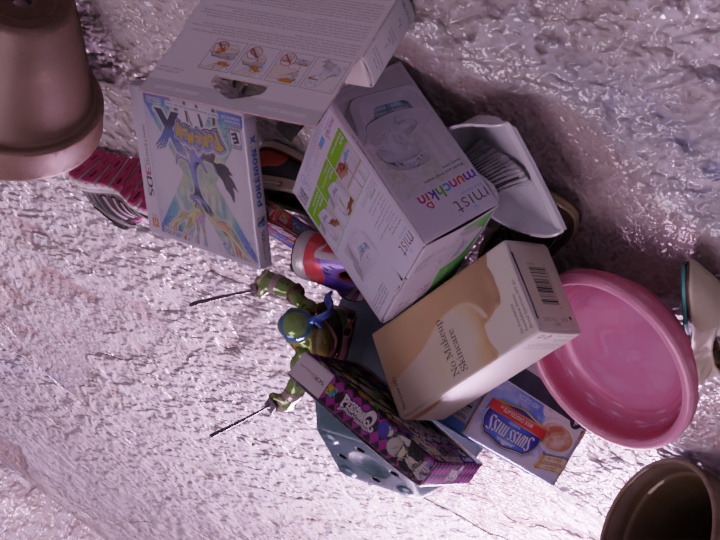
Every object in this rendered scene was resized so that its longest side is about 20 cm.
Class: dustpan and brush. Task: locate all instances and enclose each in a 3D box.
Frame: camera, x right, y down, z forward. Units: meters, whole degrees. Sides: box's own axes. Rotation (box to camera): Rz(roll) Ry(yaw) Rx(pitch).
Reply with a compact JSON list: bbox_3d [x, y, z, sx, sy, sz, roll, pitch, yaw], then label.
[{"bbox_3d":[0.103,-0.100,1.461,0.140,0.057,0.200,59,168,-31],"label":"dustpan and brush"}]

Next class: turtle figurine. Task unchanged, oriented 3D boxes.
[{"bbox_3d":[-0.087,0.080,1.679,0.144,0.200,0.194,56,-167,21],"label":"turtle figurine"}]

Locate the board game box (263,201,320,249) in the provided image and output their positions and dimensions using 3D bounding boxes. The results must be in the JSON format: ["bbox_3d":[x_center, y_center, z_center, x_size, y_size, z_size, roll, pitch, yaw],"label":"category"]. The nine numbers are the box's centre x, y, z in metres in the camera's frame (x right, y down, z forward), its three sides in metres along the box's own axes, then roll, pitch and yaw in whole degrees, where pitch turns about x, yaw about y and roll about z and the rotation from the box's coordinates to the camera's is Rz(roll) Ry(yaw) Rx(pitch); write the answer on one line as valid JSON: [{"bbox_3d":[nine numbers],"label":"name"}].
[{"bbox_3d":[-0.071,-0.039,1.715,0.103,0.020,0.200,18,170,41],"label":"board game box"}]

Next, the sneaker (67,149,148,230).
[{"bbox_3d":[-0.273,-0.090,1.856,0.199,0.074,0.088,17,151,34],"label":"sneaker"}]

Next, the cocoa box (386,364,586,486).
[{"bbox_3d":[0.153,0.131,1.656,0.133,0.132,0.200,28,176,45],"label":"cocoa box"}]

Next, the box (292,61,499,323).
[{"bbox_3d":[0.028,-0.071,1.475,0.177,0.096,0.200,55,157,14],"label":"box"}]

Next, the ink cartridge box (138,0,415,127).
[{"bbox_3d":[-0.075,-0.196,1.352,0.199,0.174,0.044,14,150,29],"label":"ink cartridge box"}]

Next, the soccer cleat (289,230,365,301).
[{"bbox_3d":[0.000,0.000,1.663,0.073,0.069,0.200,12,176,31],"label":"soccer cleat"}]

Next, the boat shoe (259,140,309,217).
[{"bbox_3d":[-0.037,-0.074,1.654,0.199,0.063,0.071,26,152,4],"label":"boat shoe"}]

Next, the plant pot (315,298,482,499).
[{"bbox_3d":[0.050,0.154,1.810,0.195,0.201,0.197,15,150,28],"label":"plant pot"}]

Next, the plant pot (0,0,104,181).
[{"bbox_3d":[-0.369,-0.225,1.620,0.199,0.201,0.175,26,135,7],"label":"plant pot"}]

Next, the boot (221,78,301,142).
[{"bbox_3d":[-0.088,-0.210,1.470,0.130,0.068,0.200,38,152,-3],"label":"boot"}]

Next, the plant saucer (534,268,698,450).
[{"bbox_3d":[0.258,0.083,1.498,0.200,0.051,0.201,31,139,31],"label":"plant saucer"}]

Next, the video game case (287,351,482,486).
[{"bbox_3d":[0.030,0.158,1.571,0.181,0.036,0.200,38,-175,19],"label":"video game case"}]

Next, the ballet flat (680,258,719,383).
[{"bbox_3d":[0.349,0.051,1.494,0.069,0.070,0.200,19,154,20],"label":"ballet flat"}]

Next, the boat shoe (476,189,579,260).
[{"bbox_3d":[0.162,-0.018,1.538,0.072,0.072,0.200,33,153,-6],"label":"boat shoe"}]

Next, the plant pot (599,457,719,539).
[{"bbox_3d":[0.418,0.350,1.821,0.173,0.201,0.200,25,158,-27],"label":"plant pot"}]

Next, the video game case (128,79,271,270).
[{"bbox_3d":[-0.179,-0.108,1.655,0.199,0.022,0.183,18,122,42],"label":"video game case"}]

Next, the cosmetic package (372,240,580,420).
[{"bbox_3d":[0.112,0.063,1.497,0.071,0.106,0.200,5,146,-46],"label":"cosmetic package"}]
